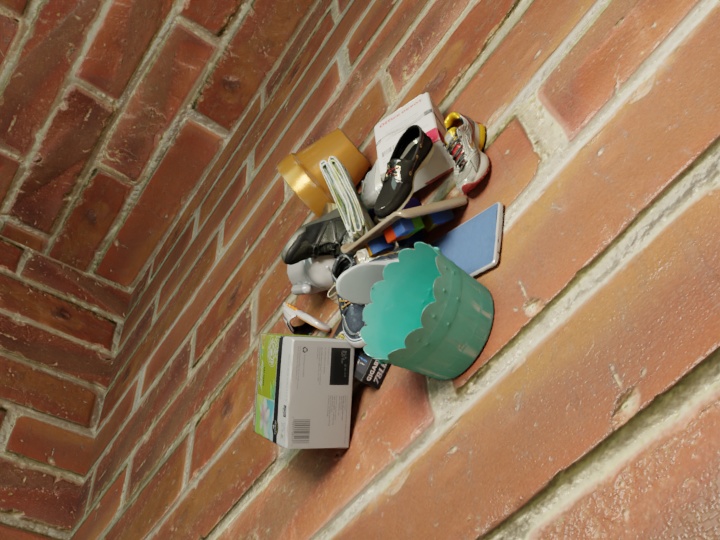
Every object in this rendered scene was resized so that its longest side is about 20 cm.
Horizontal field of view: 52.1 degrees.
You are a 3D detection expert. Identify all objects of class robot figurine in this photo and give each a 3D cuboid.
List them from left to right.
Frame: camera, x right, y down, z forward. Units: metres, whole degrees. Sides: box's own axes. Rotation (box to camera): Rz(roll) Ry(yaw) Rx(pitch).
[{"bbox_3d":[-0.097,-0.009,1.720,0.170,0.113,0.199,-57,20,-24],"label":"robot figurine"}]

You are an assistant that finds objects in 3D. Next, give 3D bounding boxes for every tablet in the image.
[{"bbox_3d":[0.180,-0.030,1.309,0.200,0.014,0.131,-33,38,50],"label":"tablet"}]

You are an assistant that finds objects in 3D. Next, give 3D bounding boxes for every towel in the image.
[{"bbox_3d":[-0.020,-0.140,1.512,0.048,0.173,0.200,-23,-5,5],"label":"towel"}]

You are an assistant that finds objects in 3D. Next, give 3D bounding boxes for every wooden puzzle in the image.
[{"bbox_3d":[0.086,-0.075,1.396,0.199,0.184,0.047,-28,81,49],"label":"wooden puzzle"}]

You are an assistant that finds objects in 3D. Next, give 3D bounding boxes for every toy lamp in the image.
[{"bbox_3d":[0.059,-0.115,1.583,0.199,0.058,0.059,-12,55,61],"label":"toy lamp"}]

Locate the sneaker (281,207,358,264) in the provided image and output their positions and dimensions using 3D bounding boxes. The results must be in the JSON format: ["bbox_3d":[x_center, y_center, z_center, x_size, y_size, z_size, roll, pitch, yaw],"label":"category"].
[{"bbox_3d":[-0.072,-0.056,1.606,0.114,0.199,0.077,44,148,27],"label":"sneaker"}]

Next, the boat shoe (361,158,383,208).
[{"bbox_3d":[0.032,-0.188,1.578,0.071,0.070,0.201,-28,18,16],"label":"boat shoe"}]

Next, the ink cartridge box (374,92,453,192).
[{"bbox_3d":[0.112,-0.264,1.552,0.144,0.083,0.201,-30,35,20],"label":"ink cartridge box"}]

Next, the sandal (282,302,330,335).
[{"bbox_3d":[-0.139,0.125,1.709,0.060,0.079,0.206,-61,26,-4],"label":"sandal"}]

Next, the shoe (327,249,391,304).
[{"bbox_3d":[0.000,0.000,1.588,0.200,0.053,0.070,-52,26,23],"label":"shoe"}]

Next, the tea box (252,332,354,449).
[{"bbox_3d":[-0.113,0.228,1.426,0.196,0.132,0.202,-5,81,64],"label":"tea box"}]

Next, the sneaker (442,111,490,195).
[{"bbox_3d":[0.190,-0.223,1.399,0.078,0.082,0.201,-43,32,37],"label":"sneaker"}]

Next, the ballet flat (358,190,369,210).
[{"bbox_3d":[0.019,-0.165,1.702,0.064,0.076,0.199,-54,24,-21],"label":"ballet flat"}]

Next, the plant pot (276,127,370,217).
[{"bbox_3d":[-0.079,-0.252,1.864,0.183,0.200,0.200,-42,28,7],"label":"plant pot"}]

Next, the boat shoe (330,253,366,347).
[{"bbox_3d":[-0.018,0.054,1.388,0.070,0.091,0.201,-24,34,10],"label":"boat shoe"}]

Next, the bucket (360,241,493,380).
[{"bbox_3d":[0.109,0.072,1.199,0.207,0.134,0.208,-44,30,34],"label":"bucket"}]

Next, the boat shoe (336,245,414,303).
[{"bbox_3d":[0.044,0.006,1.324,0.091,0.198,0.072,-154,51,-70],"label":"boat shoe"}]

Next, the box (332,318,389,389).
[{"bbox_3d":[0.022,0.108,1.445,0.200,0.049,0.200,-64,25,-1],"label":"box"}]

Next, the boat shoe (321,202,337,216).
[{"bbox_3d":[-0.067,-0.102,1.773,0.200,0.062,0.074,126,144,-70],"label":"boat shoe"}]

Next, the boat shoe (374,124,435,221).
[{"bbox_3d":[0.073,-0.184,1.384,0.073,0.063,0.203,6,60,45],"label":"boat shoe"}]
